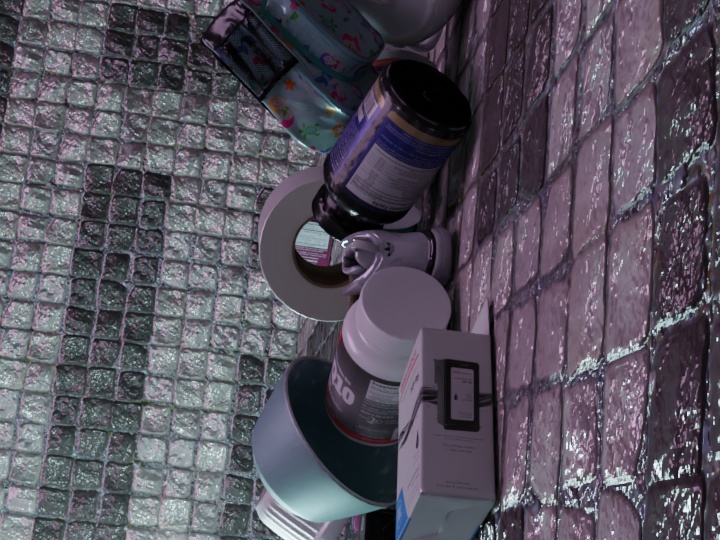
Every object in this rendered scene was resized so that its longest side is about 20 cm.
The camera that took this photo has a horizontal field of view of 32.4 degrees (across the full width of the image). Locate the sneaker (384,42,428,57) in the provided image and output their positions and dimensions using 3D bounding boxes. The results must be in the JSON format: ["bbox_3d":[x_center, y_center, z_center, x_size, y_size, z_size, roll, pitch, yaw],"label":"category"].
[{"bbox_3d":[0.050,-0.232,1.698,0.115,0.072,0.201,100,173,-50],"label":"sneaker"}]

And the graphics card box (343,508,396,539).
[{"bbox_3d":[0.010,0.354,1.520,0.200,0.051,0.126,132,145,-77],"label":"graphics card box"}]

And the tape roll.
[{"bbox_3d":[-0.046,-0.041,1.762,0.139,0.201,0.204,-116,33,-77],"label":"tape roll"}]

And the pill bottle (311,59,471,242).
[{"bbox_3d":[0.027,-0.123,1.362,0.200,0.111,0.112,-53,24,37],"label":"pill bottle"}]

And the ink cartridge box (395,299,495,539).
[{"bbox_3d":[0.074,0.133,1.109,0.116,0.067,0.201,106,169,-54],"label":"ink cartridge box"}]

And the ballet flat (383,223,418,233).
[{"bbox_3d":[0.032,-0.126,1.626,0.075,0.067,0.201,32,-140,-85],"label":"ballet flat"}]

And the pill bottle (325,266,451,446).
[{"bbox_3d":[0.030,0.093,1.339,0.201,0.113,0.114,104,170,-50],"label":"pill bottle"}]

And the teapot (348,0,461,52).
[{"bbox_3d":[0.055,-0.372,1.467,0.146,0.197,0.200,-50,7,-35],"label":"teapot"}]

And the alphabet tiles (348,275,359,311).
[{"bbox_3d":[0.000,0.000,1.601,0.200,0.007,0.168,-60,-28,-77],"label":"alphabet tiles"}]

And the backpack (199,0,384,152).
[{"bbox_3d":[-0.059,-0.240,1.427,0.150,0.200,0.178,-36,4,26],"label":"backpack"}]

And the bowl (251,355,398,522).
[{"bbox_3d":[-0.049,0.210,1.434,0.105,0.201,0.201,-40,27,22],"label":"bowl"}]

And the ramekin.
[{"bbox_3d":[-0.052,0.265,1.604,0.201,0.105,0.200,-59,2,3],"label":"ramekin"}]

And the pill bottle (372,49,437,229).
[{"bbox_3d":[0.040,-0.158,1.519,0.112,0.111,0.201,111,165,-65],"label":"pill bottle"}]

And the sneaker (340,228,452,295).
[{"bbox_3d":[0.031,0.004,1.398,0.200,0.114,0.076,114,158,-68],"label":"sneaker"}]

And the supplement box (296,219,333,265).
[{"bbox_3d":[-0.123,-0.047,2.871,0.131,0.102,0.201,-97,16,-68],"label":"supplement box"}]
